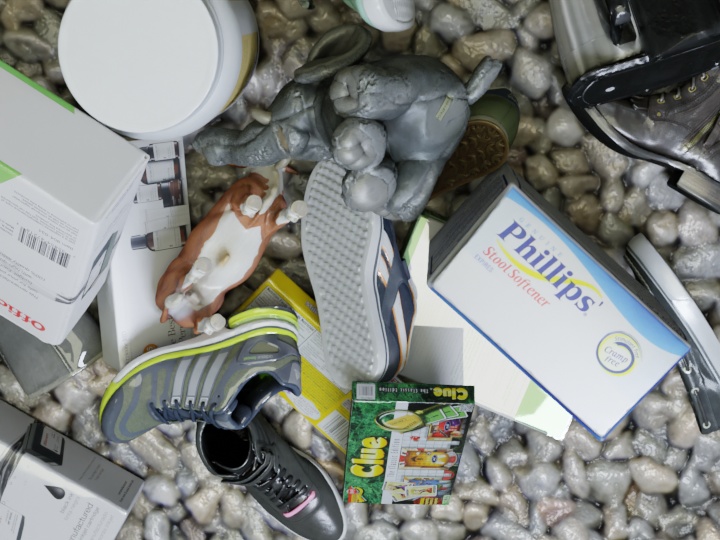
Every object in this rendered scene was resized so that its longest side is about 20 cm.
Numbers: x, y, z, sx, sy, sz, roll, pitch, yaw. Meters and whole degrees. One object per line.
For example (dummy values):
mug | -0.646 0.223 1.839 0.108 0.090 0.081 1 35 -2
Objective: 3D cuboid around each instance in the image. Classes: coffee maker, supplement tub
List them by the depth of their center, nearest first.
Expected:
coffee maker | 0.228 -0.255 1.048 0.190 0.135 0.202 -13 82 -18
supplement tub | -0.162 -0.184 1.053 0.143 0.200 0.147 0 102 2

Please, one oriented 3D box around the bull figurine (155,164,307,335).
bull figurine | -0.106 -0.033 1.107 0.065 0.121 0.201 33 85 -17

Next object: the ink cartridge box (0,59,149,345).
ink cartridge box | -0.266 -0.048 1.023 0.145 0.084 0.200 32 143 -2

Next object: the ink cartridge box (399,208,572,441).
ink cartridge box | 0.117 0.048 1.169 0.198 0.048 0.147 22 101 -2

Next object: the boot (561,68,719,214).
boot | 0.292 -0.164 1.119 0.199 0.069 0.175 31 96 -9

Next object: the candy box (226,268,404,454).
candy box | -0.032 0.095 1.174 0.200 0.026 0.102 43 128 -7

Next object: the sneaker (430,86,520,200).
sneaker | 0.056 -0.106 1.130 0.199 0.090 0.067 -17 117 36

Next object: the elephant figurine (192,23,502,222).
elephant figurine | -0.017 -0.128 1.035 0.154 0.199 0.143 6 103 -36

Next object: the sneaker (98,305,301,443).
sneaker | -0.137 0.104 1.107 0.199 0.082 0.074 -28 144 12

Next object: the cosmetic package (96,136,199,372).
cosmetic package | -0.194 -0.018 1.148 0.082 0.051 0.203 -10 103 -27

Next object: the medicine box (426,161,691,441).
medicine box | 0.151 0.016 1.034 0.182 0.200 0.103 41 101 -3

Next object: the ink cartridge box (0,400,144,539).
ink cartridge box | -0.326 0.221 1.202 0.199 0.084 0.146 29 101 -4

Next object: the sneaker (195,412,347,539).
sneaker | -0.086 0.190 1.180 0.071 0.099 0.201 -38 99 8

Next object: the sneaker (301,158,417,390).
sneaker | 0.000 0.000 1.117 0.078 0.079 0.203 -6 87 30

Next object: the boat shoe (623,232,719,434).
boat shoe | 0.286 0.061 1.158 0.056 0.069 0.201 -32 101 8

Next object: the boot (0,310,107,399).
boot | -0.289 -0.005 1.161 0.181 0.073 0.201 -33 92 22

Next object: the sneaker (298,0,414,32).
sneaker | -0.020 -0.230 1.045 0.117 0.201 0.074 -13 117 9

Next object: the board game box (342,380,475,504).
board game box | 0.038 0.156 1.139 0.103 0.024 0.201 3 146 0
